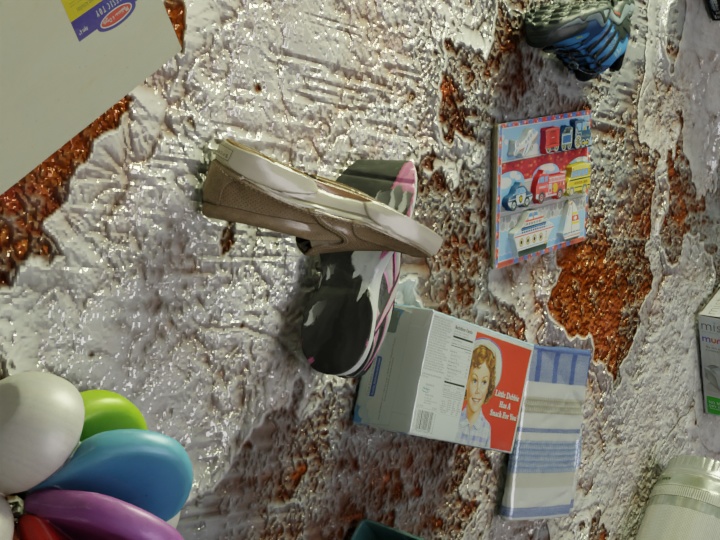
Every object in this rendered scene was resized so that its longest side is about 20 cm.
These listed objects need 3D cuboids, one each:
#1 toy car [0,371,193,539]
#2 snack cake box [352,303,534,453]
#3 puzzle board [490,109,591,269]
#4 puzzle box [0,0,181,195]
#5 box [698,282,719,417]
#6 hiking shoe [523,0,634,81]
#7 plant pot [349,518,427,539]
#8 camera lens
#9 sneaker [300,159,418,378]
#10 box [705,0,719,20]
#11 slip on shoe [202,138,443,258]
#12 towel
[{"bbox_3d":[-0.181,0.174,0.809,0.201,0.149,0.175,-61,138,-24],"label":"toy car"},{"bbox_3d":[0.084,0.106,1.216,0.200,0.067,0.116,21,79,-53],"label":"snack cake box"},{"bbox_3d":[0.201,-0.091,1.372,0.200,0.017,0.152,-15,109,-50],"label":"puzzle board"},{"bbox_3d":[-0.206,-0.151,0.814,0.200,0.025,0.133,-48,131,-37],"label":"puzzle box"},{"bbox_3d":[0.574,0.093,1.840,0.200,0.096,0.177,-39,128,-41],"label":"box"},{"bbox_3d":[0.239,-0.242,1.343,0.200,0.074,0.087,-20,112,-50],"label":"hiking shoe"},{"bbox_3d":[0.058,0.356,1.181,0.142,0.141,0.200,-60,145,-26],"label":"plant pot"},{"bbox_3d":[0.445,0.365,1.667,0.160,0.159,0.201,48,60,-46],"label":"camera lens"},{"bbox_3d":[0.000,0.000,1.094,0.086,0.080,0.201,55,53,-68],"label":"sneaker"},{"bbox_3d":[0.505,-0.413,1.588,0.200,0.163,0.086,52,57,-43],"label":"box"},{"bbox_3d":[-0.030,-0.040,0.993,0.199,0.076,0.061,20,96,-28],"label":"slip on shoe"},{"bbox_3d":[0.210,0.184,1.435,0.147,0.024,0.201,8,88,-51],"label":"towel"}]
